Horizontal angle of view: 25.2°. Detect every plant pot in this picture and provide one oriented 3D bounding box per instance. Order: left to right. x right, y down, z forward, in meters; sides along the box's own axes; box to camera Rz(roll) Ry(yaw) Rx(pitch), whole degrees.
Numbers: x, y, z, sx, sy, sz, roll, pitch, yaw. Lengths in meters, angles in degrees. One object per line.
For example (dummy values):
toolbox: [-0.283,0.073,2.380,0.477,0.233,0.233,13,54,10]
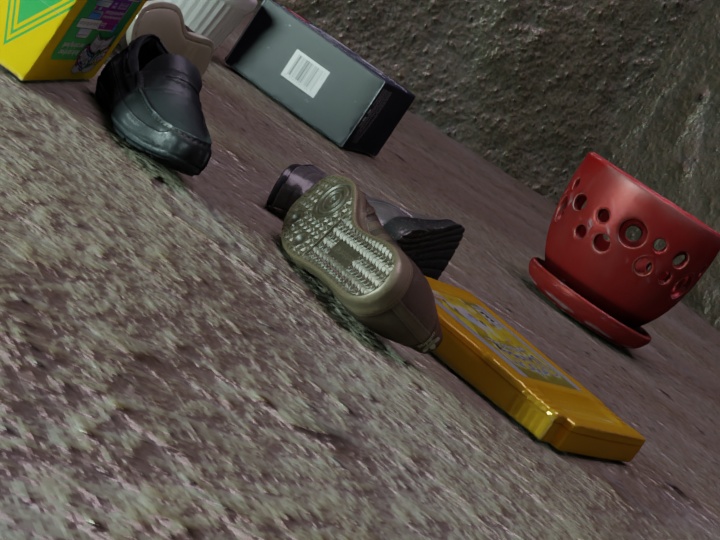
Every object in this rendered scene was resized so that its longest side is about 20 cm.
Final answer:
plant pot: [0.315,-0.021,1.976,0.200,0.183,0.200,34,9,-6]

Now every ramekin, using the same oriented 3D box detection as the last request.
ramekin: [-0.236,-0.355,2.026,0.202,0.095,0.202,34,8,-6]

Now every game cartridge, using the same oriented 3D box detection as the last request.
game cartridge: [0.112,0.071,1.232,0.200,0.033,0.176,38,9,28]

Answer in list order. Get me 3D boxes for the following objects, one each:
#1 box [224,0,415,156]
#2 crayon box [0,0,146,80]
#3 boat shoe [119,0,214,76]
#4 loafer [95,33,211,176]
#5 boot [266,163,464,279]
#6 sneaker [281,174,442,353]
box: [-0.050,-0.253,2.136,0.200,0.104,0.182,36,8,11]
crayon box: [-0.200,-0.228,1.213,0.058,0.173,0.200,37,8,0]
boat shoe: [-0.200,-0.226,1.554,0.059,0.072,0.200,30,4,13]
loafer: [-0.150,-0.129,1.204,0.068,0.071,0.201,29,10,-30]
boot: [0.007,-0.045,1.365,0.131,0.070,0.200,32,3,18]
sneaker: [0.000,0.000,1.151,0.076,0.070,0.200,51,3,-29]
